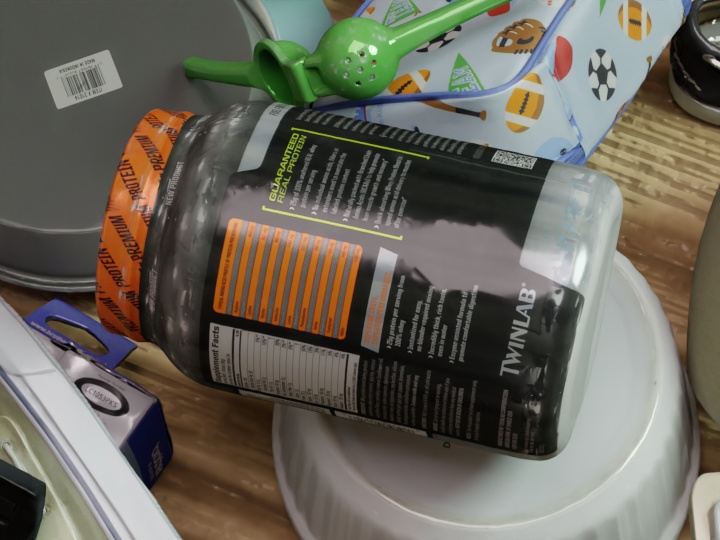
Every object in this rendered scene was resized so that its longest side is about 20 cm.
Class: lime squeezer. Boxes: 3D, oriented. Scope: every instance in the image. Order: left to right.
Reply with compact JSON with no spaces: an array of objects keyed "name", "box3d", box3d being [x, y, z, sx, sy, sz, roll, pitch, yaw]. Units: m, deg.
[{"name":"lime squeezer","box3d":[-0.016,-0.101,1.126,0.200,0.038,0.071,-12,40,33]}]

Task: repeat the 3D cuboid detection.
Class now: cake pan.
[{"name":"cake pan","box3d":[-0.135,-0.086,1.227,0.200,0.037,0.201,-1,64,2]}]

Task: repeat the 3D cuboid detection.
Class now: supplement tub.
[{"name":"supplement tub","box3d":[0.000,0.000,1.044,0.200,0.123,0.123,13,65,9]}]

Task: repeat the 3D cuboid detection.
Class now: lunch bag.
[{"name":"lunch bag","box3d":[0.058,-0.105,1.189,0.160,0.076,0.200,-5,33,38]}]

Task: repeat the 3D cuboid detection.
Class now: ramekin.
[{"name":"ramekin","box3d":[0.057,0.061,1.140,0.202,0.094,0.203,-1,64,2]}]

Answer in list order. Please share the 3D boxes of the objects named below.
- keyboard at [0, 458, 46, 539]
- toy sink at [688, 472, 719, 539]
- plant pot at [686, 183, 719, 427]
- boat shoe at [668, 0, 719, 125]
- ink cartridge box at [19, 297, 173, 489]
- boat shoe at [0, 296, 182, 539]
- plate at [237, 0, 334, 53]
[{"name":"keyboard","box3d":[-0.215,0.052,1.025,0.200,0.104,0.040,29,39,-8]},{"name":"toy sink","box3d":[0.191,0.155,1.028,0.112,0.200,0.131,-3,64,0]},{"name":"plant pot","box3d":[0.223,0.027,1.116,0.200,0.200,0.135,46,109,21]},{"name":"boat shoe","box3d":[0.252,-0.101,1.231,0.200,0.060,0.074,10,63,7]},{"name":"ink cartridge box","box3d":[-0.178,0.093,1.145,0.136,0.076,0.200,29,69,15]},{"name":"boat shoe","box3d":[-0.132,0.088,1.067,0.062,0.072,0.200,-35,69,-9]},{"name":"plate","box3d":[-0.108,-0.099,1.267,0.200,0.026,0.201,-2,63,3]}]
